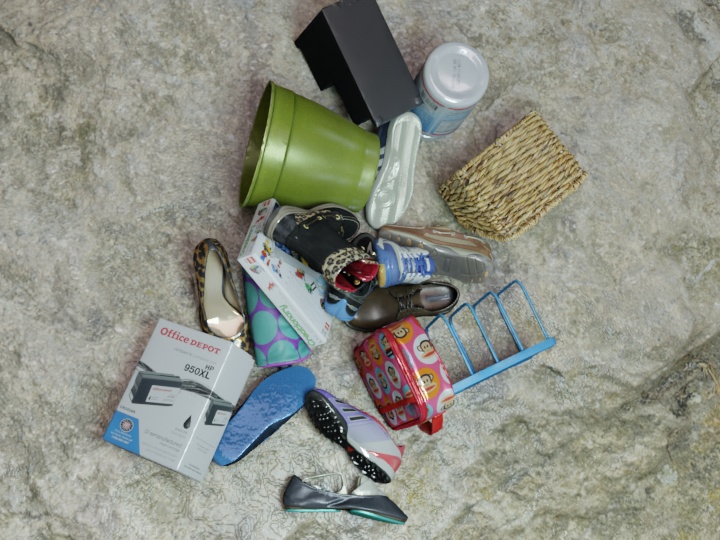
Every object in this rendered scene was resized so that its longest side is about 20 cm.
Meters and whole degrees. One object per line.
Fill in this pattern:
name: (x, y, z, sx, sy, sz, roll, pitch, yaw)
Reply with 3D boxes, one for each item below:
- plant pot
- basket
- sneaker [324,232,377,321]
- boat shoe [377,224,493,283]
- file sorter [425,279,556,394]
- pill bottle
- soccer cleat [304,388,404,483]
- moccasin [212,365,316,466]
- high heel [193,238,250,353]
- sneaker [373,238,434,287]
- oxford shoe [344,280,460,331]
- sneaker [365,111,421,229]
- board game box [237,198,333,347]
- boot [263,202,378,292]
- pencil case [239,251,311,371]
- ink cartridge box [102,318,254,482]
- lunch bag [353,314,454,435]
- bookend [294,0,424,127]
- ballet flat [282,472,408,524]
plant pot: (-0.076, -0.176, 1.546, 0.191, 0.200, 0.203, 13, 75, -15)
basket: (0.247, -0.140, 1.621, 0.200, 0.143, 0.149, -40, 90, -19)
sneaker: (0.000, 0.000, 1.542, 0.070, 0.083, 0.200, 29, 35, -4)
boat shoe: (0.125, -0.038, 1.619, 0.198, 0.076, 0.072, 18, 46, 2)
file sorter: (0.181, 0.117, 1.557, 0.198, 0.139, 0.124, -24, 79, -15)
pill bottle: (0.133, -0.285, 1.599, 0.107, 0.200, 0.110, 2, 78, -11)
soccer cleat: (-0.008, 0.243, 1.513, 0.200, 0.068, 0.073, 48, 54, -17)
moccasin: (-0.155, 0.220, 1.504, 0.199, 0.068, 0.081, -37, 79, -17)
high heel: (-0.211, 0.054, 1.487, 0.071, 0.143, 0.202, -18, 82, -14)
sneaker: (0.070, -0.014, 1.504, 0.087, 0.200, 0.076, -3, 91, 8)
oxford shoe: (0.067, 0.049, 1.575, 0.198, 0.084, 0.073, -14, 82, -12)
sneaker: (0.048, -0.171, 1.626, 0.074, 0.084, 0.202, 11, 103, -24)
board game box: (-0.104, 0.005, 1.488, 0.201, 0.034, 0.127, 54, 33, -31)
boot: (-0.033, -0.035, 1.443, 0.150, 0.199, 0.074, 38, 109, 28)
pencil case: (-0.134, 0.054, 1.533, 0.091, 0.085, 0.202, -7, 79, -17)
ink cartridge box: (-0.268, 0.190, 1.449, 0.143, 0.084, 0.202, 15, 72, 25)
lunch bag: (0.070, 0.170, 1.490, 0.081, 0.200, 0.178, -24, 83, -20)
bookend: (-0.007, -0.328, 1.602, 0.091, 0.199, 0.202, -28, 95, -16)
ballet flat: (-0.020, 0.348, 1.502, 0.198, 0.073, 0.074, 8, 76, -7)
